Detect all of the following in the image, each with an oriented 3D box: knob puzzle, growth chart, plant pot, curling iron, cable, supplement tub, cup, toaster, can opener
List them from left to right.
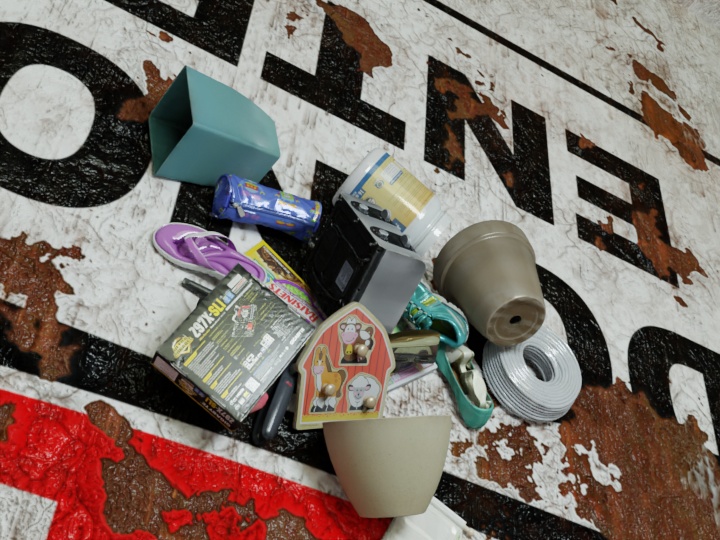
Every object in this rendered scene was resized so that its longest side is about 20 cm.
[{"bbox_3d":[-0.251,-0.236,1.789,0.198,0.141,0.143,15,47,-36],"label":"plant pot"},{"bbox_3d":[-0.203,0.069,1.639,0.199,0.026,0.050,36,39,-5],"label":"curling iron"},{"bbox_3d":[-0.121,0.185,1.574,0.078,0.063,0.201,32,42,-10],"label":"can opener"},{"bbox_3d":[-0.016,0.152,1.603,0.218,0.030,0.223,-9,105,-36],"label":"knob puzzle"},{"bbox_3d":[0.000,0.000,1.694,0.118,0.201,0.181,12,27,-34],"label":"toaster"},{"bbox_3d":[0.043,0.296,1.531,0.198,0.199,0.145,4,79,-34],"label":"cup"},{"bbox_3d":[0.061,-0.117,1.908,0.200,0.145,0.145,41,41,1],"label":"supplement tub"},{"bbox_3d":[0.095,0.426,1.564,0.145,0.018,0.200,45,41,3],"label":"growth chart"},{"bbox_3d":[0.251,0.037,1.847,0.198,0.201,0.174,13,31,-28],"label":"plant pot"},{"bbox_3d":[0.323,0.188,1.899,0.199,0.069,0.201,31,42,-11],"label":"cable"}]

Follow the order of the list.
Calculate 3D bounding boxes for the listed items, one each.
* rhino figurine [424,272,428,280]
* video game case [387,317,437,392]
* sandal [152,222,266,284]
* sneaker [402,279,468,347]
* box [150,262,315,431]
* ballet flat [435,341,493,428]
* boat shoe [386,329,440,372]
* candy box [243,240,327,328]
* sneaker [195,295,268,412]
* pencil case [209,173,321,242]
[{"bbox_3d":[0.035,-0.027,1.843,0.198,0.088,0.060,24,33,-7],"label":"rhino figurine"},{"bbox_3d":[0.034,0.113,1.787,0.142,0.018,0.201,-18,67,-44],"label":"video game case"},{"bbox_3d":[-0.242,-0.033,1.657,0.201,0.050,0.083,24,50,-3],"label":"sandal"},{"bbox_3d":[0.107,0.069,1.791,0.199,0.078,0.080,29,27,-6],"label":"sneaker"},{"bbox_3d":[-0.184,0.110,1.492,0.159,0.049,0.200,38,57,1],"label":"box"},{"bbox_3d":[0.186,0.181,1.802,0.067,0.071,0.201,-3,57,-35],"label":"ballet flat"},{"bbox_3d":[0.048,0.143,1.705,0.198,0.073,0.066,-6,97,-22],"label":"boat shoe"},{"bbox_3d":[-0.130,0.044,1.716,0.200,0.026,0.102,45,45,5],"label":"candy box"},{"bbox_3d":[-0.200,0.132,1.546,0.086,0.074,0.202,-11,70,-26],"label":"sneaker"},{"bbox_3d":[-0.164,-0.108,1.780,0.198,0.079,0.087,15,18,-26],"label":"pencil case"}]
